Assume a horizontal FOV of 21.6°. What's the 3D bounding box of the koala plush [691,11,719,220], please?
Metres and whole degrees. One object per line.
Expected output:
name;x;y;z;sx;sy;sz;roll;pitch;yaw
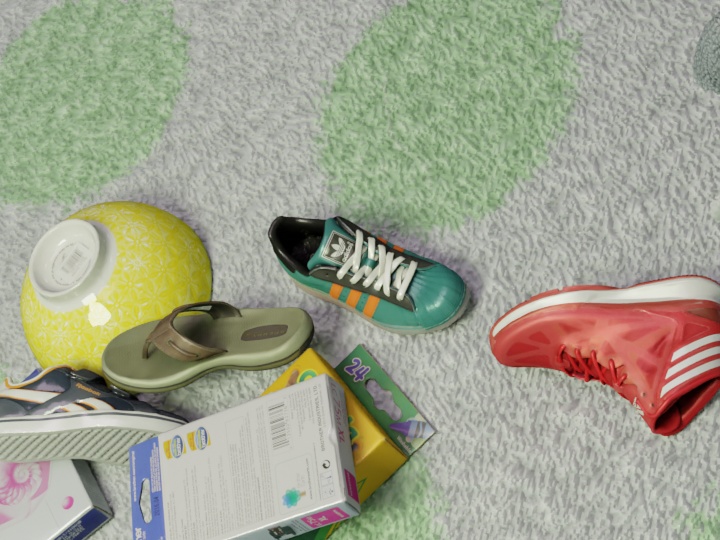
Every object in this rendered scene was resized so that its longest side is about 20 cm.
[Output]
koala plush;0.350;-0.084;1.463;0.177;0.182;0.201;44;131;41

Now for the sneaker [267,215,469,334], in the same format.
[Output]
sneaker;0.000;0.000;1.658;0.199;0.080;0.072;15;72;34

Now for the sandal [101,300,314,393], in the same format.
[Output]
sandal;-0.139;0.054;1.672;0.199;0.058;0.080;-12;44;17

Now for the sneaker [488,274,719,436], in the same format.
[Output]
sneaker;0.197;0.076;1.509;0.198;0.078;0.116;-15;57;24

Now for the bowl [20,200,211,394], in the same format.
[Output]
bowl;-0.250;0.011;1.779;0.198;0.108;0.202;-13;58;22

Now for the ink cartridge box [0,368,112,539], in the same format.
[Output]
ink cartridge box;-0.349;0.213;1.767;0.196;0.043;0.200;-40;53;5

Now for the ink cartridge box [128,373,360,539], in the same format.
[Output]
ink cartridge box;-0.100;0.174;1.582;0.198;0.042;0.120;-19;57;16

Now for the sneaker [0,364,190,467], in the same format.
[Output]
sneaker;-0.242;0.128;1.707;0.198;0.079;0.080;2;54;4

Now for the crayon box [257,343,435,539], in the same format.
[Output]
crayon box;-0.050;0.159;1.619;0.200;0.052;0.126;-44;52;1
